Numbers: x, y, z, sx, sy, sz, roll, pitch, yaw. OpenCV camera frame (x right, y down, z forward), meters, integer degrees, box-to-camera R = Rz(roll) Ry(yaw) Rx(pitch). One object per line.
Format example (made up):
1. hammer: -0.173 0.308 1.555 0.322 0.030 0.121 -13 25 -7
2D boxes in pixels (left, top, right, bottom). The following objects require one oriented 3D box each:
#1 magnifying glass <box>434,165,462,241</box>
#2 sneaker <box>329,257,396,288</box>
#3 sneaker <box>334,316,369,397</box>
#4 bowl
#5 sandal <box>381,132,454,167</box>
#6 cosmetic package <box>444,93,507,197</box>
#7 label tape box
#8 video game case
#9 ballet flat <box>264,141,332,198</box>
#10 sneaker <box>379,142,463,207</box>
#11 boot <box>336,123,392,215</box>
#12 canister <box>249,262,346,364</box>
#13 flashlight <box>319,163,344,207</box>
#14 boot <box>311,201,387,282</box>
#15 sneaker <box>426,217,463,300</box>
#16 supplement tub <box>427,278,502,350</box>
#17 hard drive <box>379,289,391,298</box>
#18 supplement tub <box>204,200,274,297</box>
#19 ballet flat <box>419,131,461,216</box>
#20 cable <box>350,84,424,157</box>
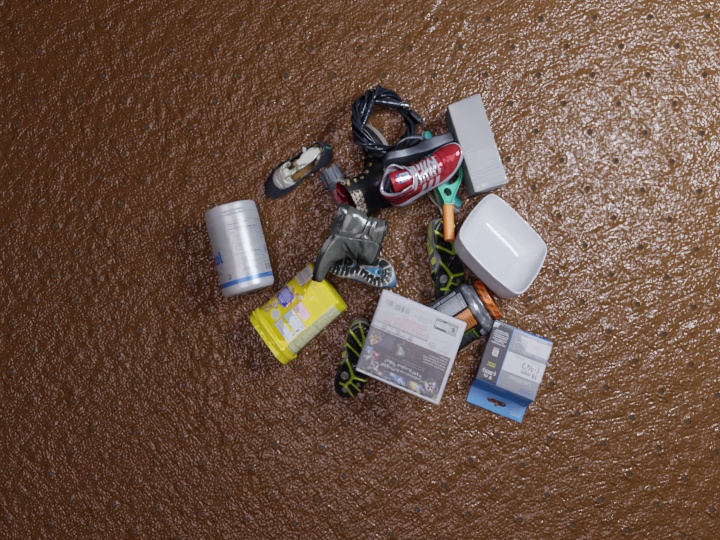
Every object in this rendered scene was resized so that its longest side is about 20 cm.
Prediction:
1. magnifying glass: 0.193 -0.166 1.321 0.077 0.022 0.208 3 76 -13
2. sneaker: 0.000 0.000 1.396 0.196 0.090 0.080 25 82 28
3. sneaker: -0.010 0.207 1.403 0.073 0.077 0.206 18 110 -1
4. bowl: 0.303 -0.045 1.321 0.199 0.075 0.200 43 52 2
5. sandal: 0.120 -0.271 1.300 0.196 0.076 0.044 -24 89 -31
6. cosmetic package: 0.258 -0.278 1.343 0.087 0.107 0.207 -15 90 4
7. label tape box: 0.340 0.235 1.361 0.140 0.063 0.207 19 93 8
8. video game case: 0.108 0.164 1.279 0.194 0.023 0.187 21 93 6
9. ballet flat: -0.156 -0.244 1.420 0.196 0.073 0.075 -32 87 7
10. sneaker: 0.127 -0.210 1.269 0.198 0.112 0.073 -36 72 18
11. boot: 0.009 -0.223 1.366 0.148 0.073 0.205 -28 94 -26
12. canister: -0.146 0.100 1.415 0.199 0.086 0.150 -40 84 5
13. flashlight: -0.027 -0.154 1.404 0.066 0.068 0.204 -28 88 8
14. boot: -0.023 -0.040 1.320 0.127 0.068 0.204 25 110 -3
15. sneaker: 0.193 -0.025 1.378 0.073 0.076 0.207 -7 108 -14
16. supplement tub: 0.213 0.113 1.339 0.197 0.122 0.125 -34 86 12
17. hard drive: 0.090 0.148 1.359 0.025 0.132 0.206 -19 88 6
18. supplement tub: -0.287 -0.050 1.410 0.128 0.132 0.207 -15 88 8
19. ballet flat: 0.170 -0.220 1.381 0.063 0.067 0.206 -26 84 37
20. cable: 0.053 -0.338 1.344 0.198 0.051 0.165 -36 91 -34
